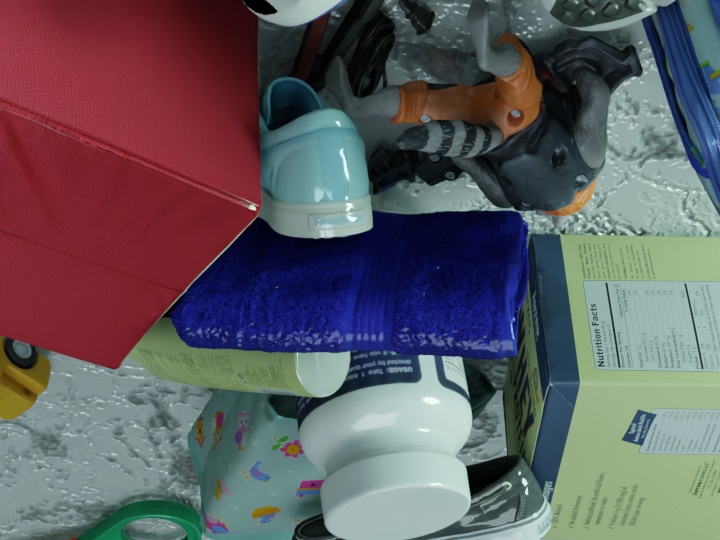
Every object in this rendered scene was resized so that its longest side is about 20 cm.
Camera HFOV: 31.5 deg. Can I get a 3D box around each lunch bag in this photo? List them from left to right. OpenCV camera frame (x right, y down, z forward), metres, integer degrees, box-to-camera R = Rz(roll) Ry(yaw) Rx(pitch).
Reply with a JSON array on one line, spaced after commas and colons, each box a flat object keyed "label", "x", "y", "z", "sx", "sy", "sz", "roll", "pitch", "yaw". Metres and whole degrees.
[{"label": "lunch bag", "x": -0.013, "y": 0.128, "z": 0.990, "sx": 0.199, "sy": 0.122, "sz": 0.171, "roll": 9, "pitch": 135, "yaw": -26}, {"label": "lunch bag", "x": 0.201, "y": -0.107, "z": 0.666, "sx": 0.082, "sy": 0.201, "sz": 0.161, "roll": -20, "pitch": 142, "yaw": 19}]

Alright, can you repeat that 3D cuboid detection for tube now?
[{"label": "tube", "x": -0.096, "y": 0.052, "z": 0.834, "sx": 0.199, "sy": 0.052, "sz": 0.058, "roll": -3, "pitch": 104, "yaw": 41}]

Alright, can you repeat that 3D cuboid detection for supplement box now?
[{"label": "supplement box", "x": 0.215, "y": 0.089, "z": 0.929, "sx": 0.198, "sy": 0.135, "sz": 0.201, "roll": 1, "pitch": 138, "yaw": -1}]

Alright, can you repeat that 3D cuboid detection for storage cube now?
[{"label": "storage cube", "x": -0.173, "y": -0.077, "z": 0.714, "sx": 0.179, "sy": 0.201, "sz": 0.171, "roll": 21, "pitch": 134, "yaw": -29}]

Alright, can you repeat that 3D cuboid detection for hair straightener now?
[{"label": "hair straightener", "x": 0.005, "y": -0.140, "z": 0.753, "sx": 0.076, "sy": 0.041, "sz": 0.201, "roll": 12, "pitch": 136, "yaw": -12}]

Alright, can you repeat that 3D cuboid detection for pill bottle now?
[{"label": "pill bottle", "x": 0.012, "y": 0.070, "z": 0.851, "sx": 0.115, "sy": 0.201, "sz": 0.116, "roll": -6, "pitch": 148, "yaw": -4}]

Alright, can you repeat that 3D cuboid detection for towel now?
[{"label": "towel", "x": 0.000, "y": 0.000, "z": 0.760, "sx": 0.198, "sy": 0.148, "sz": 0.050, "roll": 0, "pitch": 114, "yaw": 9}]

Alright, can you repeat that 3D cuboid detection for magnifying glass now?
[{"label": "magnifying glass", "x": -0.241, "y": 0.255, "z": 1.193, "sx": 0.199, "sy": 0.022, "sz": 0.080, "roll": -17, "pitch": 135, "yaw": 14}]

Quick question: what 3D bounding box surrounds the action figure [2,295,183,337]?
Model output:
[{"label": "action figure", "x": -0.179, "y": 0.015, "z": 0.909, "sx": 0.199, "sy": 0.070, "sz": 0.130, "roll": 20, "pitch": 141, "yaw": -14}]

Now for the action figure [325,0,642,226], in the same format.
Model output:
[{"label": "action figure", "x": 0.067, "y": -0.073, "z": 0.772, "sx": 0.199, "sy": 0.105, "sz": 0.193, "roll": -29, "pitch": 143, "yaw": 34}]

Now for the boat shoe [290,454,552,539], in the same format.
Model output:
[{"label": "boat shoe", "x": 0.034, "y": 0.169, "z": 0.906, "sx": 0.199, "sy": 0.070, "sz": 0.067, "roll": -12, "pitch": 108, "yaw": 25}]

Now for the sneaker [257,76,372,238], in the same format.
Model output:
[{"label": "sneaker", "x": -0.040, "y": -0.074, "z": 0.754, "sx": 0.073, "sy": 0.200, "sz": 0.083, "roll": -5, "pitch": 103, "yaw": -23}]

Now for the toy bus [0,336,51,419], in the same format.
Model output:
[{"label": "toy bus", "x": -0.328, "y": 0.057, "z": 0.944, "sx": 0.065, "sy": 0.079, "sz": 0.200, "roll": -30, "pitch": 129, "yaw": 29}]

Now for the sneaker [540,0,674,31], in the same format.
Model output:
[{"label": "sneaker", "x": 0.152, "y": -0.203, "z": 0.608, "sx": 0.075, "sy": 0.081, "sz": 0.200, "roll": 32, "pitch": 101, "yaw": -24}]

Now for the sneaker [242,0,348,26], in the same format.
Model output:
[{"label": "sneaker", "x": 0.046, "y": -0.180, "z": 0.636, "sx": 0.200, "sy": 0.081, "sz": 0.146, "roll": -50, "pitch": 147, "yaw": 10}]
